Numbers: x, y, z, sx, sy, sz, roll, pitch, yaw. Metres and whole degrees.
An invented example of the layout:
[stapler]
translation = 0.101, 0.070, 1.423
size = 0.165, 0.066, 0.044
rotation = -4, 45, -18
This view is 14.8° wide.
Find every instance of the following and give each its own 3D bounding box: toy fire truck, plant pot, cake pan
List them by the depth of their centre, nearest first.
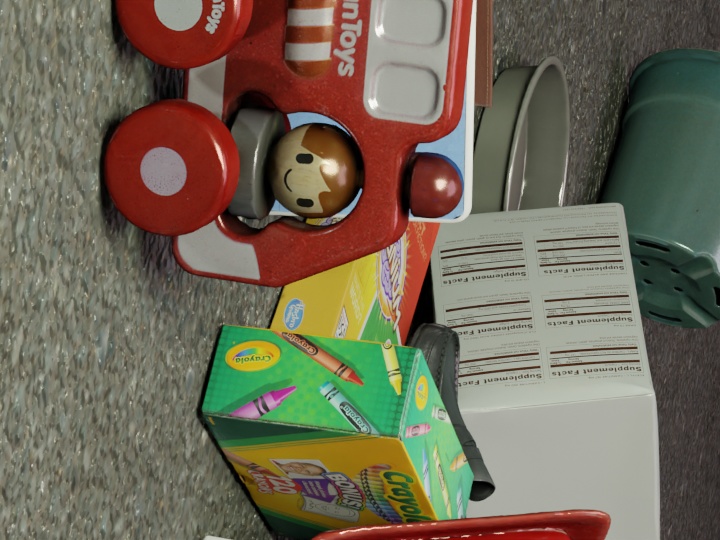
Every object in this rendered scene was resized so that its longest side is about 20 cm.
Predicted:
[toy fire truck]
translation = -0.028, -0.089, 1.370
size = 0.112, 0.167, 0.201
rotation = -31, 127, -70
[cake pan]
translation = 0.122, -0.068, 2.150
size = 0.200, 0.036, 0.202
rotation = 8, 90, -74
[plant pot]
translation = 0.309, -0.067, 2.561
size = 0.201, 0.199, 0.197
rotation = 74, 36, -55

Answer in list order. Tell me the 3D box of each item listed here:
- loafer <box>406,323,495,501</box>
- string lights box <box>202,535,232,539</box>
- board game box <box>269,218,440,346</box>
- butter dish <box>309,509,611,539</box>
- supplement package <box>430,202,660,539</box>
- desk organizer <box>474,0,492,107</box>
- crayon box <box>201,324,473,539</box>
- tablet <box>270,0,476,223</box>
[loafer]
translation = 0.053, 0.132, 1.780
size = 0.068, 0.070, 0.202
rotation = 49, 42, -64
[string lights box]
translation = -0.075, 0.264, 1.580
size = 0.103, 0.059, 0.201
rotation = -58, 151, -53
[board game box]
translation = 0.000, 0.000, 1.748
size = 0.153, 0.040, 0.201
rotation = 74, 29, -56
[butter dish]
translation = 0.050, 0.242, 1.627
size = 0.200, 0.198, 0.148
rotation = 114, -34, -50
[supplement package]
translation = 0.128, 0.092, 1.958
size = 0.201, 0.146, 0.192
rotation = -93, 177, -49
[desk organizer]
translation = 0.056, -0.209, 1.775
size = 0.072, 0.077, 0.201
rotation = -58, 152, -55
[crayon box]
translation = -0.009, 0.103, 1.620
size = 0.200, 0.118, 0.059
rotation = 66, 33, -62
[tablet]
translation = -0.001, -0.120, 1.525
size = 0.014, 0.129, 0.201
rotation = -77, 168, -63
